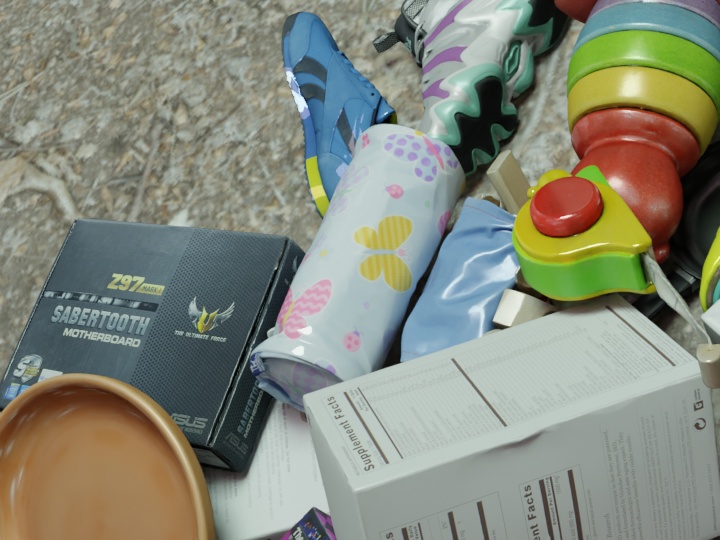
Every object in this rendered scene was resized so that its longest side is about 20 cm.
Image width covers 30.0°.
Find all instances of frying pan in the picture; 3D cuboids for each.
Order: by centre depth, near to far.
[{"bbox_3d":[0.234,-0.005,0.854,0.115,0.031,0.191,16,71,35],"label":"frying pan"}]

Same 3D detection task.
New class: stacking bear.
[{"bbox_3d":[0.181,-0.101,0.875,0.114,0.121,0.201,-24,46,56],"label":"stacking bear"}]

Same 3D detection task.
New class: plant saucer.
[{"bbox_3d":[-0.171,0.166,0.869,0.199,0.037,0.201,0,91,30],"label":"plant saucer"}]

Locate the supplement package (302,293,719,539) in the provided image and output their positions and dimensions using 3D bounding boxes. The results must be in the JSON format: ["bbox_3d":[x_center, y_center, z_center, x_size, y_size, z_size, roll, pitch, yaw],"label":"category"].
[{"bbox_3d":[0.083,0.108,0.748,0.199,0.110,0.114,-17,25,-10],"label":"supplement package"}]

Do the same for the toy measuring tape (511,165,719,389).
[{"bbox_3d":[0.131,0.005,0.745,0.073,0.074,0.200,-30,38,6],"label":"toy measuring tape"}]

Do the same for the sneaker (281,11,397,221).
[{"bbox_3d":[-0.008,-0.125,1.026,0.078,0.066,0.201,-25,57,19],"label":"sneaker"}]

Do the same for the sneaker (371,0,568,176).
[{"bbox_3d":[0.059,-0.156,1.017,0.139,0.078,0.200,15,59,35],"label":"sneaker"}]

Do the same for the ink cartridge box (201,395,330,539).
[{"bbox_3d":[-0.094,0.110,0.936,0.199,0.043,0.199,-19,53,17],"label":"ink cartridge box"}]

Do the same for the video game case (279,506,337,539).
[{"bbox_3d":[-0.042,0.266,0.773,0.181,0.036,0.200,-48,39,6],"label":"video game case"}]

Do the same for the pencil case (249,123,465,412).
[{"bbox_3d":[0.000,0.000,0.886,0.201,0.083,0.091,-64,14,-24],"label":"pencil case"}]

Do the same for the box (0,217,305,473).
[{"bbox_3d":[-0.145,0.047,0.942,0.199,0.051,0.158,7,63,30],"label":"box"}]

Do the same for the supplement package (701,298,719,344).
[{"bbox_3d":[0.320,0.028,0.740,0.200,0.111,0.156,-41,52,-4],"label":"supplement package"}]

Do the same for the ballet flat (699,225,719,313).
[{"bbox_3d":[0.271,-0.044,0.815,0.200,0.067,0.067,-41,32,-5],"label":"ballet flat"}]

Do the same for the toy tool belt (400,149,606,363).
[{"bbox_3d":[0.076,0.035,0.849,0.124,0.123,0.201,9,65,31],"label":"toy tool belt"}]
